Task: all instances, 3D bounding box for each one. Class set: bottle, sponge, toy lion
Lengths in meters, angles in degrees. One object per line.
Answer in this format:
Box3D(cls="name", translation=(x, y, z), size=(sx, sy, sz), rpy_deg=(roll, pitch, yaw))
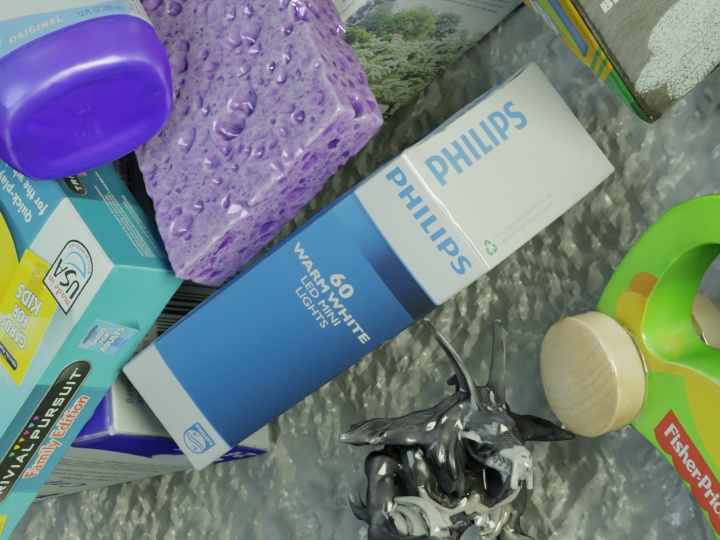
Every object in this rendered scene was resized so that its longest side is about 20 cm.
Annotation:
Box3D(cls="bottle", translation=(-0.148, -0.127, 1.154), size=(0.083, 0.065, 0.200), rpy_deg=(-22, 50, -8))
Box3D(cls="sponge", translation=(-0.063, -0.105, 1.136), size=(0.112, 0.030, 0.200), rpy_deg=(-44, 51, 30))
Box3D(cls="toy lion", translation=(0.169, 0.050, 0.948), size=(0.200, 0.069, 0.192), rpy_deg=(58, 140, 25))

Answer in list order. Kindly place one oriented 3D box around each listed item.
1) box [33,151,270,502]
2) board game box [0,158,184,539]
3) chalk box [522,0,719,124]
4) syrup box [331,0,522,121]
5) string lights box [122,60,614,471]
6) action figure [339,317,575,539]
Box3D(cls="box", translation=(-0.152, 0.008, 1.271), size=(0.200, 0.105, 0.184), rpy_deg=(-16, 74, 42))
Box3D(cls="board game box", translation=(-0.177, 0.023, 1.188), size=(0.200, 0.047, 0.151), rpy_deg=(-55, 53, 24))
Box3D(cls="chalk box", translation=(0.086, -0.168, 0.962), size=(0.124, 0.200, 0.124), rpy_deg=(-41, 60, 1))
Box3D(cls="syrup box", translation=(-0.003, -0.123, 1.163), size=(0.200, 0.079, 0.082), rpy_deg=(-41, 58, 33))
Box3D(cls="string lights box", translation=(0.000, 0.000, 1.105), size=(0.059, 0.103, 0.200), rpy_deg=(54, 133, 0))
Box3D(cls="action figure", translation=(0.047, 0.124, 1.067), size=(0.102, 0.119, 0.200), rpy_deg=(21, 107, 49))
